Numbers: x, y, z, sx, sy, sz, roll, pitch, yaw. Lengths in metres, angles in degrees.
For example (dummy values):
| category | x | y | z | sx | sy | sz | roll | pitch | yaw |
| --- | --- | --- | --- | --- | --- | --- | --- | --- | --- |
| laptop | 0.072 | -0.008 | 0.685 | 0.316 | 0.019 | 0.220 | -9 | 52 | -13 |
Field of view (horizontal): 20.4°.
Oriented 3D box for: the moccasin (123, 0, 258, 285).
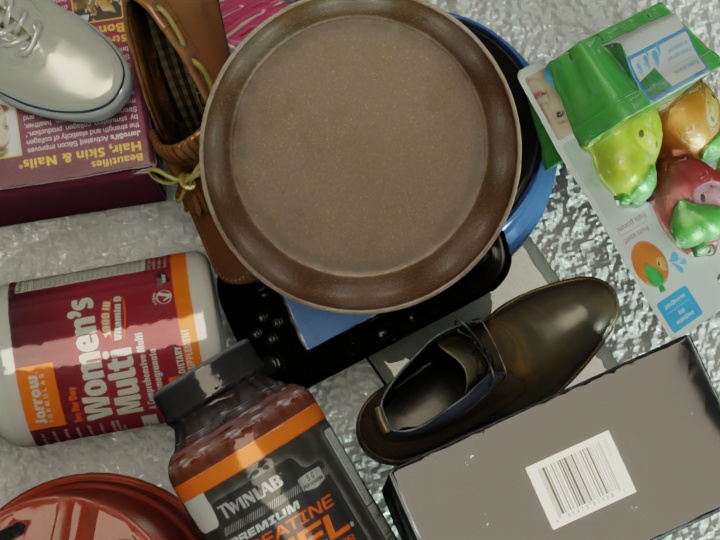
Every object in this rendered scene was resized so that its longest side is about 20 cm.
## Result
| category | x | y | z | sx | sy | sz | roll | pitch | yaw |
| --- | --- | --- | --- | --- | --- | --- | --- | --- | --- |
| moccasin | -0.104 | -0.086 | 1.280 | 0.073 | 0.078 | 0.203 | 1 | 111 | 38 |

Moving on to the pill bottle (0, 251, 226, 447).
| category | x | y | z | sx | sy | sz | roll | pitch | yaw |
| --- | --- | --- | --- | --- | --- | --- | --- | --- | --- |
| pill bottle | -0.190 | 0.056 | 1.322 | 0.198 | 0.110 | 0.111 | -10 | 80 | -3 |

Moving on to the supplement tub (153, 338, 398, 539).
| category | x | y | z | sx | sy | sz | roll | pitch | yaw |
| --- | --- | --- | --- | --- | --- | --- | --- | --- | --- |
| supplement tub | -0.050 | 0.146 | 1.238 | 0.106 | 0.107 | 0.201 | -31 | 89 | -6 |

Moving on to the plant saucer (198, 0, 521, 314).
| category | x | y | z | sx | sy | sz | roll | pitch | yaw |
| --- | --- | --- | --- | --- | --- | --- | --- | --- | --- |
| plant saucer | -0.001 | -0.074 | 1.238 | 0.198 | 0.035 | 0.202 | -1 | 102 | -4 |

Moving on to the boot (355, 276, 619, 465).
| category | x | y | z | sx | sy | sz | roll | pitch | yaw |
| --- | --- | --- | --- | --- | --- | --- | --- | --- | --- |
| boot | 0.088 | 0.063 | 1.296 | 0.199 | 0.097 | 0.075 | -33 | 82 | -5 |

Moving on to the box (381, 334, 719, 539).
| category | x | y | z | sx | sy | sz | roll | pitch | yaw |
| --- | --- | --- | --- | --- | --- | --- | --- | --- | --- |
| box | 0.122 | 0.136 | 1.242 | 0.199 | 0.182 | 0.105 | -24 | 81 | -5 |

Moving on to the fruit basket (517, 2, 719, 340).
| category | x | y | z | sx | sy | sz | roll | pitch | yaw |
| --- | --- | --- | --- | --- | --- | --- | --- | --- | --- |
| fruit basket | 0.208 | -0.074 | 1.331 | 0.185 | 0.094 | 0.201 | -28 | 80 | -44 |

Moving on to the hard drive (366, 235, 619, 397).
| category | x | y | z | sx | sy | sz | roll | pitch | yaw |
| --- | --- | --- | --- | --- | --- | --- | --- | --- | --- |
| hard drive | 0.103 | 0.083 | 1.359 | 0.139 | 0.033 | 0.201 | -34 | 82 | -6 |

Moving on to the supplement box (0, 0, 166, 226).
| category | x | y | z | sx | sy | sz | roll | pitch | yaw |
| --- | --- | --- | --- | --- | --- | --- | --- | --- | --- |
| supplement box | -0.209 | -0.143 | 1.359 | 0.130 | 0.103 | 0.202 | -8 | 80 | -2 |

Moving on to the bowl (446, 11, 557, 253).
| category | x | y | z | sx | sy | sz | roll | pitch | yaw |
| --- | --- | --- | --- | --- | --- | --- | --- | --- | --- |
| bowl | 0.036 | -0.086 | 1.365 | 0.199 | 0.039 | 0.202 | -2 | 72 | 6 |

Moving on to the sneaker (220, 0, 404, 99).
| category | x | y | z | sx | sy | sz | roll | pitch | yaw |
| --- | --- | --- | --- | --- | --- | --- | --- | --- | --- |
| sneaker | -0.047 | -0.123 | 1.328 | 0.199 | 0.088 | 0.074 | 19 | 39 | 33 |

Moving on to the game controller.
| category | x | y | z | sx | sy | sz | roll | pitch | yaw |
| --- | --- | --- | --- | --- | --- | --- | --- | --- | --- |
| game controller | 0.000 | 0.000 | 1.305 | 0.199 | 0.042 | 0.105 | -29 | 90 | 19 |

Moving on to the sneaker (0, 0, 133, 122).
| category | x | y | z | sx | sy | sz | roll | pitch | yaw |
| --- | --- | --- | --- | --- | --- | --- | --- | --- | --- |
| sneaker | -0.238 | -0.158 | 1.273 | 0.199 | 0.071 | 0.073 | 28 | 82 | 6 |

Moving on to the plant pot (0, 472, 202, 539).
| category | x | y | z | sx | sy | sz | roll | pitch | yaw |
| --- | --- | --- | --- | --- | --- | --- | --- | --- | --- |
| plant pot | -0.177 | 0.220 | 1.250 | 0.199 | 0.195 | 0.203 | 0 | 80 | -1 |
